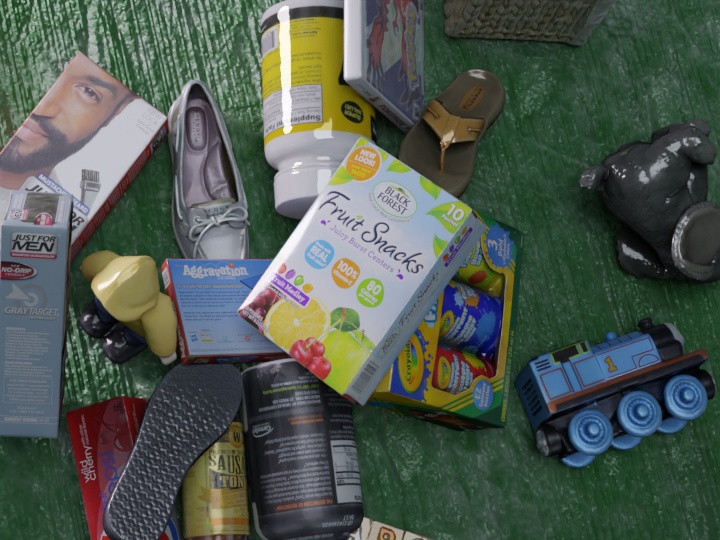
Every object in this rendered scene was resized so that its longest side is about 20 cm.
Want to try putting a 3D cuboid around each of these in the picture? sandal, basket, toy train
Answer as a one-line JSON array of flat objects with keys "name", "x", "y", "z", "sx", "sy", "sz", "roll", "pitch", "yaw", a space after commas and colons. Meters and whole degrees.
[{"name": "sandal", "x": -0.175, "y": 0.161, "z": 1.385, "sx": 0.076, "sy": 0.043, "sz": 0.201, "roll": 33, "pitch": 60, "yaw": -3}, {"name": "basket", "x": 0.173, "y": -0.354, "z": 1.559, "sx": 0.159, "sy": 0.200, "sz": 0.201, "roll": -2, "pitch": 77, "yaw": -8}, {"name": "sandal", "x": 0.096, "y": -0.147, "z": 1.537, "sx": 0.080, "sy": 0.054, "sz": 0.201, "roll": 26, "pitch": 51, "yaw": 7}, {"name": "toy train", "x": 0.255, "y": 0.118, "z": 1.525, "sx": 0.198, "sy": 0.087, "sz": 0.115, "roll": -18, "pitch": 75, "yaw": -14}]

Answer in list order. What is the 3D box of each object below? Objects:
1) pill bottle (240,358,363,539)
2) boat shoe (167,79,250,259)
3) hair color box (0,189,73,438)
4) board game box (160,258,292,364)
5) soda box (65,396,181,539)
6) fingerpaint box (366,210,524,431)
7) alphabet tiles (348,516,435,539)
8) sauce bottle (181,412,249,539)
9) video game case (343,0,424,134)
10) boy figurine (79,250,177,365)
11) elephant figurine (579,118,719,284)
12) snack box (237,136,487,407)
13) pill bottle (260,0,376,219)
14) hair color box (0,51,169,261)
[{"name": "pill bottle", "x": -0.053, "y": 0.189, "z": 1.439, "sx": 0.105, "sy": 0.106, "sz": 0.203, "roll": -4, "pitch": 78, "yaw": -11}, {"name": "boat shoe", "x": -0.150, "y": -0.084, "z": 1.506, "sx": 0.073, "sy": 0.065, "sz": 0.205, "roll": -6, "pitch": 78, "yaw": -12}, {"name": "hair color box", "x": -0.295, "y": 0.039, "z": 1.387, "sx": 0.060, "sy": 0.099, "sz": 0.202, "roll": 3, "pitch": 109, "yaw": -9}, {"name": "board game box", "x": -0.088, "y": 0.038, "z": 1.466, "sx": 0.198, "sy": 0.019, "sz": 0.104, "roll": 0, "pitch": 62, "yaw": -31}, {"name": "soda box", "x": -0.212, "y": 0.221, "z": 1.414, "sx": 0.063, "sy": 0.070, "sz": 0.202, "roll": -17, "pitch": 79, "yaw": 15}, {"name": "fingerpaint box", "x": 0.073, "y": 0.039, "z": 1.474, "sx": 0.166, "sy": 0.073, "sz": 0.202, "roll": 21, "pitch": 70, "yaw": -40}, {"name": "alphabet tiles", "x": 0.051, "y": 0.341, "z": 1.475, "sx": 0.198, "sy": 0.008, "sz": 0.169, "roll": 18, "pitch": 74, "yaw": -5}, {"name": "sauce bottle", "x": -0.141, "y": 0.169, "z": 1.449, "sx": 0.065, "sy": 0.066, "sz": 0.203, "roll": -3, "pitch": 79, "yaw": -11}, {"name": "video game case", "x": 0.026, "y": -0.256, "z": 1.526, "sx": 0.023, "sy": 0.182, "sz": 0.203, "roll": -5, "pitch": 76, "yaw": 21}, {"name": "boy figurine", "x": -0.211, "y": 0.035, "z": 1.399, "sx": 0.064, "sy": 0.200, "sz": 0.125, "roll": -41, "pitch": 90, "yaw": -17}, {"name": "elephant figurine", "x": 0.330, "y": -0.041, "z": 1.560, "sx": 0.154, "sy": 0.142, "sz": 0.202, "roll": -20, "pitch": 97, "yaw": 15}, {"name": "snack box", "x": 0.000, "y": 0.000, "z": 1.387, "sx": 0.142, "sy": 0.053, "sz": 0.201, "roll": 35, "pitch": 88, "yaw": 28}, {"name": "pill bottle", "x": -0.041, "y": -0.159, "z": 1.518, "sx": 0.113, "sy": 0.114, "sz": 0.203, "roll": 0, "pitch": 78, "yaw": -10}, {"name": "hair color box", "x": -0.286, "y": -0.095, "z": 1.476, "sx": 0.110, "sy": 0.064, "sz": 0.201, "roll": 35, "pitch": 79, "yaw": 0}]
